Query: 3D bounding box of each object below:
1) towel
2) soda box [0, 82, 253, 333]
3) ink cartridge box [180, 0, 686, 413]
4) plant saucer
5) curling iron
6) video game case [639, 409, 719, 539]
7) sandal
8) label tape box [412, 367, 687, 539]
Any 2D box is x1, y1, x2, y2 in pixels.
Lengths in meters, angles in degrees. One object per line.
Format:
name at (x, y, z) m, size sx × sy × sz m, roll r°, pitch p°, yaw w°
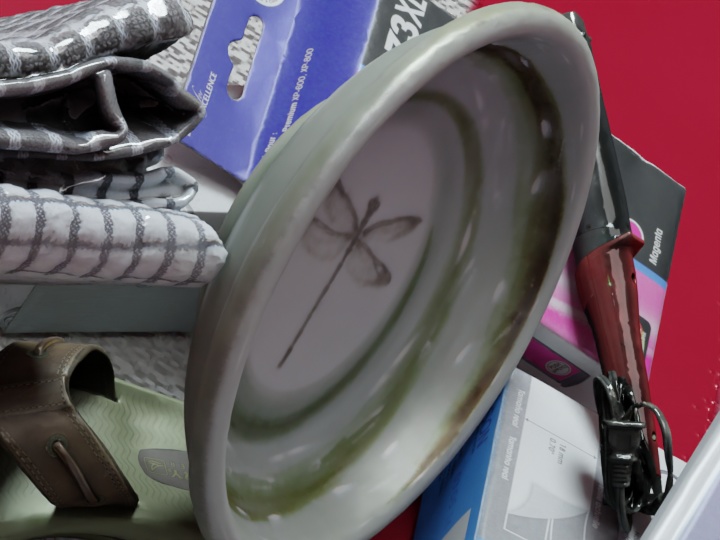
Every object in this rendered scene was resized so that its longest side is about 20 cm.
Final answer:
towel at (-0.158, -0.041, 0.823) m, size 0.165 × 0.200 × 0.086 m, roll 3°, pitch 88°, yaw -41°
soda box at (-0.042, -0.022, 1.003) m, size 0.199 × 0.068 × 0.064 m, roll 1°, pitch 49°, yaw -41°
ink cartridge box at (0.029, -0.037, 0.992) m, size 0.200 × 0.037 × 0.095 m, roll 32°, pitch 54°, yaw -24°
plant saucer at (0.000, 0.000, 0.886) m, size 0.050 × 0.201 × 0.200 m, roll 30°, pitch 31°, yaw 26°
curling iron at (0.088, -0.005, 0.976) m, size 0.025 × 0.050 × 0.201 m, roll -3°, pitch 60°, yaw -1°
video game case at (0.177, 0.121, 0.912) m, size 0.182 × 0.023 × 0.200 m, roll 36°, pitch 56°, yaw 1°
sandal at (-0.092, 0.049, 0.888) m, size 0.200 × 0.057 × 0.080 m, roll 10°, pitch 48°, yaw -36°
label tape box at (0.110, 0.139, 0.958) m, size 0.200 × 0.063 × 0.144 m, roll 29°, pitch 37°, yaw -10°
